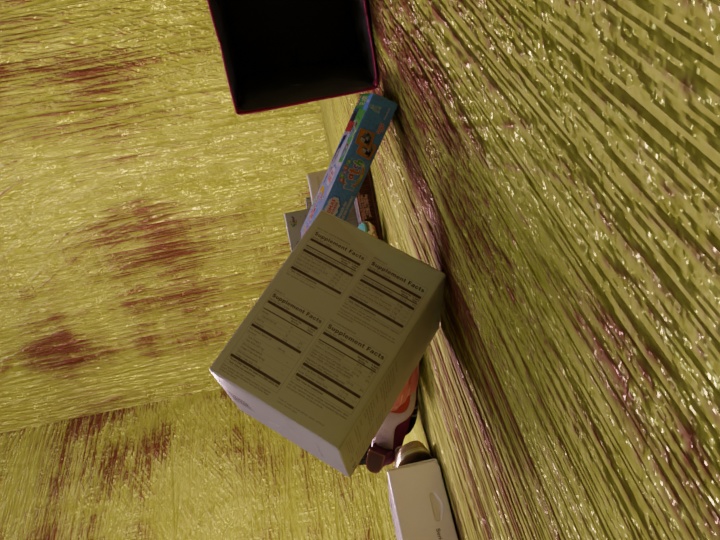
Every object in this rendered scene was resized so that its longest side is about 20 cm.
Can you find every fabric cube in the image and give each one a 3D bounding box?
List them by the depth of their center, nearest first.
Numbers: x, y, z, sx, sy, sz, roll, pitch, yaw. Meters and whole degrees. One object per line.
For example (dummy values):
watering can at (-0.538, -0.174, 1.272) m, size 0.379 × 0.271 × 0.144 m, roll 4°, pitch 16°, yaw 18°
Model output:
fabric cube at (-0.096, -0.350, 1.021) m, size 0.200 × 0.195 × 0.201 m, roll -102°, pitch 2°, yaw -60°

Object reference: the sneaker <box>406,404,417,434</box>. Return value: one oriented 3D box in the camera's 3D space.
sneaker at (0.064, 0.191, 1.348) m, size 0.116 × 0.075 × 0.201 m, roll -80°, pitch -14°, yaw -68°

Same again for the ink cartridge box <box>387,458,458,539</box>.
ink cartridge box at (0.098, 0.407, 1.185) m, size 0.200 × 0.084 × 0.146 m, roll 83°, pitch 174°, yaw -55°

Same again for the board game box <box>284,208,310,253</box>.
board game box at (-0.102, -0.004, 1.521) m, size 0.148 × 0.064 × 0.201 m, roll 88°, pitch 170°, yaw -73°

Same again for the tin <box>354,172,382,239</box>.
tin at (0.009, -0.122, 1.429) m, size 0.112 × 0.042 × 0.201 m, roll -84°, pitch -17°, yaw -85°

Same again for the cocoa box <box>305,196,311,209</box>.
cocoa box at (-0.049, -0.071, 1.785) m, size 0.131 × 0.133 × 0.201 m, roll -103°, pitch 4°, yaw -54°

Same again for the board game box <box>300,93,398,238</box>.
board game box at (-0.019, -0.120, 0.927) m, size 0.151 × 0.036 × 0.201 m, roll -114°, pitch 47°, yaw -76°

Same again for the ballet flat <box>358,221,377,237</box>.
ballet flat at (0.000, 0.000, 1.370) m, size 0.076 × 0.064 × 0.201 m, roll -114°, pitch 40°, yaw -51°

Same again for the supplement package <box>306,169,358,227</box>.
supplement package at (-0.038, -0.105, 1.595) m, size 0.117 × 0.117 × 0.201 m, roll -105°, pitch 5°, yaw -48°

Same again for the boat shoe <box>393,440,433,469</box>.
boat shoe at (0.084, 0.325, 1.256) m, size 0.200 × 0.074 × 0.067 m, roll 83°, pitch 170°, yaw -54°

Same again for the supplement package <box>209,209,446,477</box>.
supplement package at (-0.026, 0.079, 0.782) m, size 0.200 × 0.150 × 0.152 m, roll -56°, pitch -16°, yaw -20°

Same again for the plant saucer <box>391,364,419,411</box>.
plant saucer at (0.050, 0.115, 1.164) m, size 0.201 × 0.051 × 0.201 m, roll 175°, pitch 90°, yaw -82°

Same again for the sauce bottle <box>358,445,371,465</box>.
sauce bottle at (-0.004, 0.252, 1.338) m, size 0.066 × 0.066 × 0.201 m, roll -110°, pitch 15°, yaw -72°

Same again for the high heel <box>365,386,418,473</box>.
high heel at (0.060, 0.245, 1.285) m, size 0.201 × 0.067 × 0.096 m, roll -68°, pitch -16°, yaw 17°
